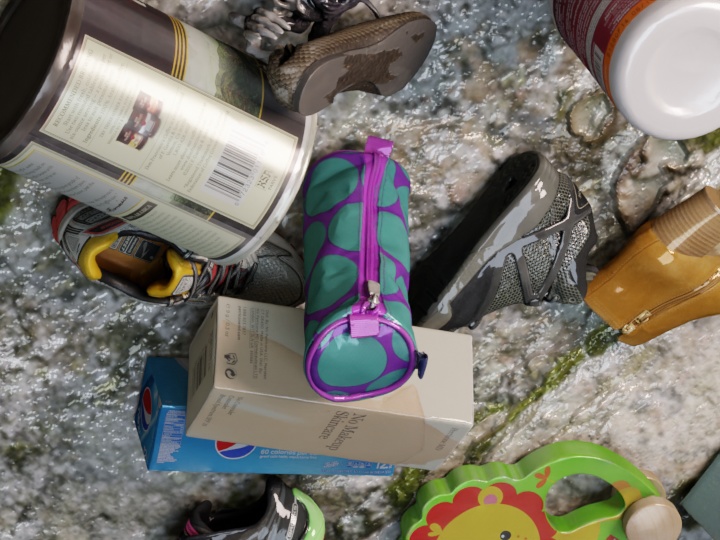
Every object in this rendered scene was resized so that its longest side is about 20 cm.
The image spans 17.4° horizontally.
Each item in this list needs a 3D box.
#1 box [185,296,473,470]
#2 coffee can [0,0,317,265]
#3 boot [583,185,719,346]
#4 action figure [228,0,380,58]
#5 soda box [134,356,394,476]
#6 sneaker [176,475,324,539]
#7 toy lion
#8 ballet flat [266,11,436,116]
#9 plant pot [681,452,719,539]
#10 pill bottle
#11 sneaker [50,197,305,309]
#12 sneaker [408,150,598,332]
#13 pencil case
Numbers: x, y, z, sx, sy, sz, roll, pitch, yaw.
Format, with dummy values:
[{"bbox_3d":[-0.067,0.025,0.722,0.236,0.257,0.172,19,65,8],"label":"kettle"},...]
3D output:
[{"bbox_3d":[-0.023,0.085,1.748,0.200,0.078,0.095,9,150,-14],"label":"box"},{"bbox_3d":[-0.152,-0.106,1.621,0.200,0.146,0.146,25,110,-28],"label":"coffee can"},{"bbox_3d":[0.276,0.016,1.882,0.144,0.071,0.201,-40,133,24],"label":"boot"},{"bbox_3d":[-0.062,-0.206,1.618,0.200,0.102,0.119,12,104,-21],"label":"action figure"},{"bbox_3d":[-0.069,0.113,1.823,0.200,0.068,0.064,4,121,-19],"label":"soda box"},{"bbox_3d":[-0.126,0.231,1.885,0.200,0.077,0.084,-34,106,1],"label":"sneaker"},{"bbox_3d":[0.136,0.219,1.960,0.192,0.069,0.200,34,105,-23],"label":"toy lion"},{"bbox_3d":[-0.007,-0.150,1.648,0.200,0.046,0.067,-26,141,-56],"label":"ballet flat"},{"bbox_3d":[0.427,0.183,1.949,0.196,0.196,0.200,23,103,-27],"label":"plant pot"},{"bbox_3d":[0.197,-0.181,1.649,0.109,0.200,0.110,-7,122,-12],"label":"pill bottle"},{"bbox_3d":[-0.129,0.001,1.730,0.200,0.082,0.078,12,115,-24],"label":"sneaker"},{"bbox_3d":[0.108,0.014,1.813,0.114,0.076,0.199,38,98,-25],"label":"sneaker"},{"bbox_3d":[0.000,0.000,1.698,0.085,0.200,0.092,11,131,-12],"label":"pencil case"}]
